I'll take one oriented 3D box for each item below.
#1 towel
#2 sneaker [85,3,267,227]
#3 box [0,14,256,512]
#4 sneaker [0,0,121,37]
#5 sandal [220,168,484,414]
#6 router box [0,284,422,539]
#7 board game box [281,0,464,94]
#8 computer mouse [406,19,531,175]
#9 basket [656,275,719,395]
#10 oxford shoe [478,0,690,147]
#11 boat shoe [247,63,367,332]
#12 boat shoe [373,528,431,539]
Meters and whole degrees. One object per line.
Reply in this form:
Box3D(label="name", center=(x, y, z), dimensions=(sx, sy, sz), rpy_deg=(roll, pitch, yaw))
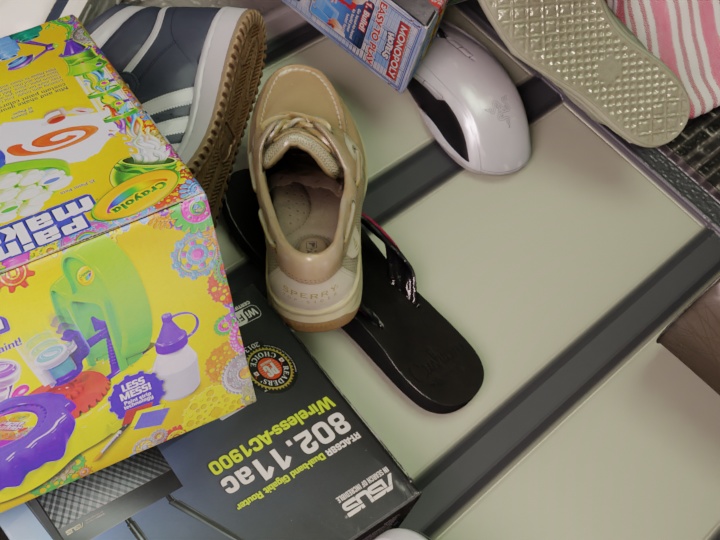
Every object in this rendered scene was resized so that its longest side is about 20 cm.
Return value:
Box3D(label="towel", center=(0.247, -0.189, 1.052), dimensions=(0.200, 0.030, 0.147), rpy_deg=(-24, 106, -37))
Box3D(label="sneaker", center=(-0.134, -0.073, 0.841), dimensions=(0.108, 0.070, 0.201), rpy_deg=(11, 67, 15))
Box3D(label="box", center=(-0.182, 0.001, 0.654), dimensions=(0.199, 0.122, 0.193), rpy_deg=(-22, 39, -15))
Box3D(label="sneaker", center=(-0.190, -0.206, 0.922), dimensions=(0.080, 0.077, 0.200), rpy_deg=(16, 47, 3))
Box3D(label="sandal", center=(0.000, 0.000, 0.851), dimensions=(0.200, 0.045, 0.075), rpy_deg=(43, 51, 13))
Box3D(label="router box", center=(-0.091, 0.112, 0.715), dimensions=(0.200, 0.062, 0.150), rpy_deg=(-28, 69, -36))
Box3D(label="board game box", center=(0.018, -0.218, 0.973), dimensions=(0.199, 0.062, 0.200), rpy_deg=(-21, 60, -32))
Box3D(label="computer mouse", center=(0.059, -0.152, 0.994), dimensions=(0.109, 0.044, 0.200), rpy_deg=(-19, 62, -33))
Box3D(label="basket", center=(0.306, 0.067, 0.868), dimensions=(0.180, 0.136, 0.200), rpy_deg=(-28, 71, -41))
Box3D(label="oxford shoe", center=(0.139, -0.158, 0.946), dimensions=(0.200, 0.075, 0.058), rpy_deg=(41, 7, -20))
Box3D(label="boat shoe", center=(-0.031, -0.059, 0.819), dimensions=(0.072, 0.065, 0.201), rpy_deg=(-3, 47, -1))
Box3D(label="boat shoe", center=(0.078, 0.207, 0.715), dimensions=(0.200, 0.072, 0.071), rpy_deg=(52, 44, 8))
